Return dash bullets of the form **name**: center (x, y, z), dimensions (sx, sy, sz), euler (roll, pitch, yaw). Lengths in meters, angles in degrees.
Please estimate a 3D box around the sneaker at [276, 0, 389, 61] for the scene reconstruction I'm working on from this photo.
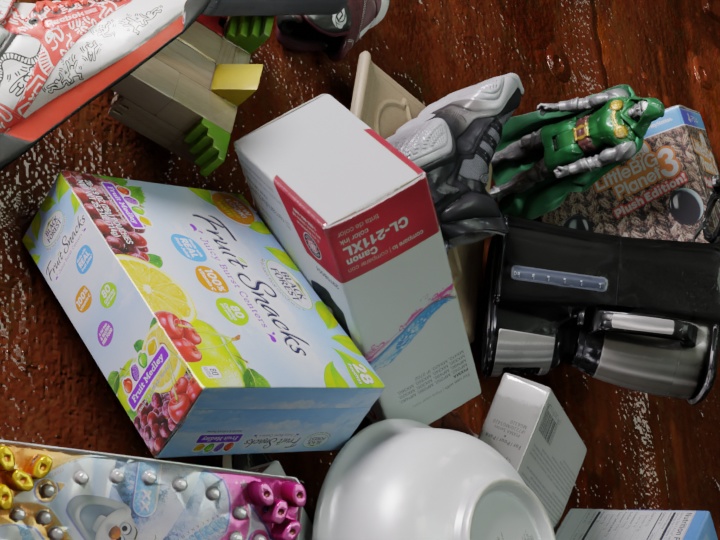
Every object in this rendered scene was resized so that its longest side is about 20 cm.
- **sneaker**: center (-0.055, -0.257, 1.279), dimensions (0.200, 0.075, 0.116), euler (50, 45, -23)

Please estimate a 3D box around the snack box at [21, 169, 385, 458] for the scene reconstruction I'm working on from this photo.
- **snack box**: center (-0.103, 0.028, 1.028), dimensions (0.168, 0.068, 0.201), euler (6, 39, -48)

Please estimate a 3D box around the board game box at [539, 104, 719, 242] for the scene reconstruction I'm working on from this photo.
- **board game box**: center (0.265, -0.032, 1.470), dimensions (0.097, 0.158, 0.202), euler (-3, 74, -66)

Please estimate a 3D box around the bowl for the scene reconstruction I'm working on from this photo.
- **bowl**: center (0.067, 0.191, 1.032), dimensions (0.200, 0.090, 0.203), euler (18, 64, -43)

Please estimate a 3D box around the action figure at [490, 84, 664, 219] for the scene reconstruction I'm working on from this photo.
- **action figure**: center (0.186, -0.113, 1.395), dimensions (0.054, 0.199, 0.119), euler (7, 67, -47)

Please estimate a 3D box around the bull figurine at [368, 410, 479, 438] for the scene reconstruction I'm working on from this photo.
- **bull figurine**: center (0.034, 0.174, 1.197), dimensions (0.121, 0.065, 0.201), euler (44, 47, -33)

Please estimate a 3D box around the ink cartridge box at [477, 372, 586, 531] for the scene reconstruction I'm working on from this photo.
- **ink cartridge box**: center (0.119, 0.193, 1.238), dimensions (0.178, 0.044, 0.200), euler (-68, 158, -13)

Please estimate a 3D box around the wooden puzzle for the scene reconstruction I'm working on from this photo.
- **wooden puzzle**: center (0.039, -0.058, 1.326), dimensions (0.200, 0.046, 0.187), euler (39, 47, -39)

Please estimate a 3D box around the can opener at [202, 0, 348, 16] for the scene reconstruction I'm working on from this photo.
- **can opener**: center (-0.094, -0.212, 1.090), dimensions (0.198, 0.067, 0.054), euler (-6, 64, -28)

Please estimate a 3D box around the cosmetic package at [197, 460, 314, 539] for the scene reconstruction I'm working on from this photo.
- **cosmetic package**: center (-0.064, 0.235, 1.021), dimensions (0.201, 0.106, 0.090), euler (59, 40, -9)

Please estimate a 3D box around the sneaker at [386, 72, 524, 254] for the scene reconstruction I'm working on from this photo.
- **sneaker**: center (0.090, -0.085, 1.307), dimensions (0.200, 0.075, 0.115), euler (-39, 108, -47)

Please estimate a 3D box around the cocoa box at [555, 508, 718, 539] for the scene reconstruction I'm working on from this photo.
- **cocoa box**: center (0.233, 0.313, 1.280), dimensions (0.133, 0.130, 0.202), euler (-48, 125, -48)

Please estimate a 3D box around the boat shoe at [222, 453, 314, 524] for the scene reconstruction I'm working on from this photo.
- **boat shoe**: center (-0.033, 0.201, 1.091), dimensions (0.201, 0.067, 0.072), euler (63, 15, -7)

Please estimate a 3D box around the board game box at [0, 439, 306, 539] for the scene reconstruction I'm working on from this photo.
- **board game box**: center (-0.133, 0.211, 0.910), dimensions (0.198, 0.026, 0.202), euler (10, 82, -21)

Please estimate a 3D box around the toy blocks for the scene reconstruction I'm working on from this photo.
- **toy blocks**: center (-0.147, -0.177, 1.130), dimensions (0.136, 0.100, 0.202), euler (30, 50, -25)

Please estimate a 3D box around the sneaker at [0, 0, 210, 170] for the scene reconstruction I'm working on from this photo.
- **sneaker**: center (-0.199, -0.157, 1.007), dimensions (0.201, 0.067, 0.108), euler (-39, 100, -12)

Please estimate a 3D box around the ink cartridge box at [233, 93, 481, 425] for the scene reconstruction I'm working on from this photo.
- **ink cartridge box**: center (0.000, 0.000, 1.107), dimensions (0.082, 0.146, 0.201), euler (-29, 128, -16)

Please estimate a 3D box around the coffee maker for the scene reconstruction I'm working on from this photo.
- **coffee maker**: center (0.207, 0.011, 1.353), dimensions (0.198, 0.135, 0.194), euler (9, 56, 1)
